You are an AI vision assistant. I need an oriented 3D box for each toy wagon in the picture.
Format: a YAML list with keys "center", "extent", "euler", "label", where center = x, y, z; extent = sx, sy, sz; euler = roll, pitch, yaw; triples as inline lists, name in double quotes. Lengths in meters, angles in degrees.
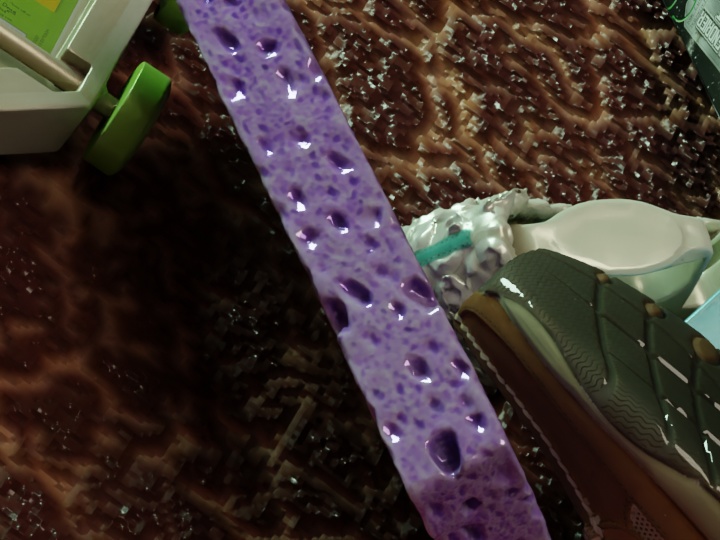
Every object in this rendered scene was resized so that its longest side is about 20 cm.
- center: [-0.111, -0.115, 0.878]
  extent: [0.155, 0.040, 0.200]
  euler: [34, 41, -11]
  label: "toy wagon"

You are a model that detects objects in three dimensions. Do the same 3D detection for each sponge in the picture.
- center: [0.000, 0.000, 0.803]
  extent: [0.201, 0.030, 0.112]
  euler: [64, 0, 34]
  label: "sponge"

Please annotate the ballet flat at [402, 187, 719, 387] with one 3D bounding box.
- center: [0.097, 0.009, 0.917]
  extent: [0.199, 0.072, 0.072]
  euler: [4, 54, -37]
  label: "ballet flat"

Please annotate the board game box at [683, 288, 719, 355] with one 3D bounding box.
- center: [0.197, 0.056, 0.863]
  extent: [0.151, 0.047, 0.200]
  euler: [-40, 81, -21]
  label: "board game box"

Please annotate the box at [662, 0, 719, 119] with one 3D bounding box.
- center: [0.200, -0.059, 1.048]
  extent: [0.199, 0.040, 0.137]
  euler: [21, 28, -23]
  label: "box"

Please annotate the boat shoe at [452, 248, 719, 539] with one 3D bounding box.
- center: [0.093, 0.084, 0.796]
  extent: [0.200, 0.074, 0.076]
  euler: [48, 25, 14]
  label: "boat shoe"
